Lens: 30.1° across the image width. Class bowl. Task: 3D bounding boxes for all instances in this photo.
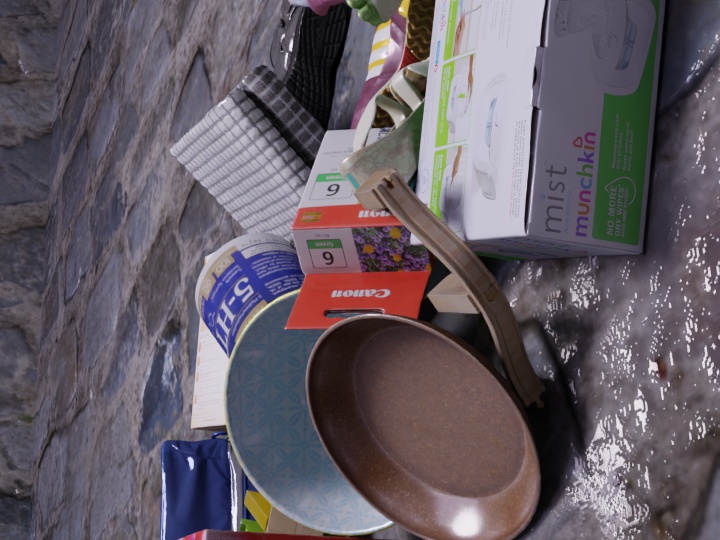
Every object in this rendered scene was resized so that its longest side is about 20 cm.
[{"bbox_3d":[-0.002,0.104,1.102,0.107,0.198,0.202,-23,-50,-65],"label":"bowl"}]

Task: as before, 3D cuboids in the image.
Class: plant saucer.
[{"bbox_3d":[0.050,0.111,0.973,0.199,0.037,0.202,22,131,28],"label":"plant saucer"}]

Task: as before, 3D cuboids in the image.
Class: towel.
[{"bbox_3d":[-0.088,-0.107,1.342,0.086,0.166,0.200,-47,9,-20],"label":"towel"}]

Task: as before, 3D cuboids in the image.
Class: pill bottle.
[{"bbox_3d":[-0.069,0.062,1.277,0.200,0.119,0.121,47,127,47],"label":"pill bottle"}]

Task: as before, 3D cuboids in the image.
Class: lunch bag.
[{"bbox_3d":[-0.142,0.264,1.397,0.136,0.131,0.202,107,162,-66],"label":"lunch bag"}]

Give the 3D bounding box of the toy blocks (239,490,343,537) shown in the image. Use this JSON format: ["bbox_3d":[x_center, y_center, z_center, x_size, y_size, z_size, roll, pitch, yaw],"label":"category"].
[{"bbox_3d":[-0.072,0.292,1.210,0.201,0.099,0.138,104,177,-49],"label":"toy blocks"}]

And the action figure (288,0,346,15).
[{"bbox_3d":[-0.021,-0.310,1.226,0.134,0.199,0.149,-53,5,-5],"label":"action figure"}]

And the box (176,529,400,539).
[{"bbox_3d":[-0.052,0.267,1.074,0.095,0.198,0.101,-31,55,57],"label":"box"}]

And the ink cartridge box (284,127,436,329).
[{"bbox_3d":[0.007,-0.037,1.046,0.201,0.108,0.051,-73,-24,-49],"label":"ink cartridge box"}]

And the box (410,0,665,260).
[{"bbox_3d":[0.117,-0.114,0.924,0.176,0.096,0.203,176,101,-67],"label":"box"}]

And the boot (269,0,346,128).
[{"bbox_3d":[-0.074,-0.213,1.482,0.202,0.069,0.132,-67,22,8],"label":"boot"}]

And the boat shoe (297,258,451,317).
[{"bbox_3d":[0.000,0.000,1.154,0.199,0.071,0.092,-28,44,27],"label":"boat shoe"}]

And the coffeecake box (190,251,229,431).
[{"bbox_3d":[-0.127,0.076,1.491,0.153,0.072,0.203,161,114,-66],"label":"coffeecake box"}]

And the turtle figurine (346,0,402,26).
[{"bbox_3d":[0.037,-0.283,1.025,0.194,0.143,0.201,-42,29,33],"label":"turtle figurine"}]

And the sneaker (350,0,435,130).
[{"bbox_3d":[0.040,-0.180,1.180,0.090,0.074,0.202,-113,43,-62],"label":"sneaker"}]

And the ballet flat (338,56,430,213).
[{"bbox_3d":[0.042,-0.126,1.040,0.067,0.062,0.201,-41,13,47],"label":"ballet flat"}]

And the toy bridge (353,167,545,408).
[{"bbox_3d":[0.072,0.016,0.924,0.201,0.027,0.067,55,160,-13],"label":"toy bridge"}]
